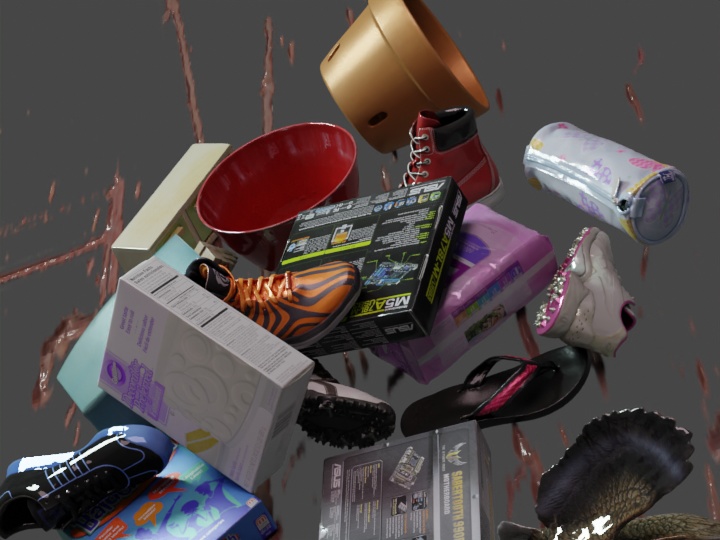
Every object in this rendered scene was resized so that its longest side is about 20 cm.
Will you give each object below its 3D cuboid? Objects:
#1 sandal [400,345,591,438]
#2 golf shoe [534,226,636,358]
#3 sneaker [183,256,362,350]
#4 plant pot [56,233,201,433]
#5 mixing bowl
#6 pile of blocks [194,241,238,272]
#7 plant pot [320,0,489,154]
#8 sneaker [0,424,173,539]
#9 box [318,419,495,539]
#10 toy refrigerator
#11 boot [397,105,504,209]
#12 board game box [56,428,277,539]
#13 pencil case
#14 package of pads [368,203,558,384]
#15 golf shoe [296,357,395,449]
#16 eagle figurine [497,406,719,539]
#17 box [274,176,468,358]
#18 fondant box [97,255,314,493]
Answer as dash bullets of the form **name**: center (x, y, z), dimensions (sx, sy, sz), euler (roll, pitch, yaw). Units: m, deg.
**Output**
- **sandal**: center (0.128, 0.116, 1.584), dimensions (0.199, 0.045, 0.075), euler (-20, 34, 8)
- **golf shoe**: center (0.234, 0.025, 1.630), dimensions (0.091, 0.076, 0.200), euler (28, 33, 2)
- **sneaker**: center (-0.102, 0.027, 1.607), dimensions (0.199, 0.112, 0.078), euler (-27, 41, 17)
- **plant pot**: center (-0.213, 0.095, 1.749), dimensions (0.200, 0.142, 0.141), euler (-40, 37, -9)
- **mixing bowl**: center (-0.079, -0.070, 1.900), dimensions (0.199, 0.109, 0.201), euler (-16, 37, 13)
- **pile of blocks**: center (-0.210, 0.056, 1.859), dimensions (0.200, 0.082, 0.062), euler (-41, 51, -4)
- **plant pot**: center (0.045, -0.238, 1.987), dimensions (0.140, 0.200, 0.201), euler (-35, 32, 15)
- **sneaker**: center (-0.276, 0.215, 1.615), dimensions (0.199, 0.070, 0.078), euler (-20, 36, 23)
- **box**: center (0.041, 0.237, 1.479), dimensions (0.157, 0.049, 0.201), euler (-16, 36, 13)
- **toy refrigerator**: center (-0.215, -0.065, 2.008), dimensions (0.070, 0.076, 0.200), euler (3, 43, 34)
- **boot**: center (0.054, -0.098, 1.823), dimensions (0.199, 0.145, 0.072), euler (-32, 37, -7)
- **board game box**: center (-0.198, 0.250, 1.615), dimensions (0.152, 0.045, 0.199), euler (-40, 37, -20)
- **pencil case**: center (0.260, -0.094, 1.741), dimensions (0.090, 0.084, 0.200), euler (-15, 28, -26)
- **package of pads**: center (0.097, 0.020, 1.703), dimensions (0.200, 0.076, 0.120), euler (-38, 34, -17)
- **golf shoe**: center (-0.043, 0.124, 1.654), dimensions (0.199, 0.078, 0.095), euler (2, 43, 32)
- **eagle figurine**: center (0.206, 0.216, 1.329), dimensions (0.200, 0.152, 0.151), euler (-44, 73, 1)
- **box**: center (0.000, 0.000, 1.686), dimensions (0.199, 0.048, 0.194), euler (-12, 43, 30)
- **fondant box**: center (-0.152, 0.100, 1.571), dimensions (0.199, 0.145, 0.058), euler (33, 39, 18)
